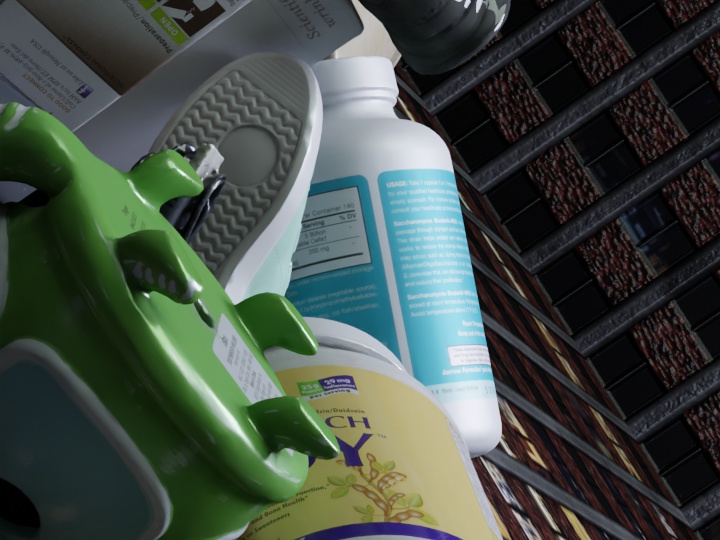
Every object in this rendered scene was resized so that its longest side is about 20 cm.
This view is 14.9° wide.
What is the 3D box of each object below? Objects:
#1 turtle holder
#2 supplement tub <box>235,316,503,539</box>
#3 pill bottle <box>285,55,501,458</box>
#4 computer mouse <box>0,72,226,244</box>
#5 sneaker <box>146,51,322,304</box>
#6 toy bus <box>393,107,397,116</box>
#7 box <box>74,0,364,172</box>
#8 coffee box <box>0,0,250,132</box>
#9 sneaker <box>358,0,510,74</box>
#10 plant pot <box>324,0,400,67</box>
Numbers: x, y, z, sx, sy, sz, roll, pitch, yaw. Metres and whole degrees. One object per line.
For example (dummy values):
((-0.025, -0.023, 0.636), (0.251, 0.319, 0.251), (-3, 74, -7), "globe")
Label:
((-0.105, 0.031, 1.002), (0.186, 0.131, 0.141), (47, 13, -41), "turtle holder")
((-0.014, 0.122, 1.120), (0.146, 0.145, 0.200), (50, 9, -31), "supplement tub")
((0.000, 0.000, 1.355), (0.111, 0.110, 0.201), (21, 58, -76), "pill bottle")
((-0.145, -0.033, 1.077), (0.200, 0.139, 0.053), (40, -10, -33), "computer mouse")
((-0.061, 0.003, 1.273), (0.073, 0.201, 0.118), (17, -8, 18), "sneaker")
((-0.020, 0.006, 1.634), (0.200, 0.135, 0.193), (57, 18, -65), "toy bus")
((-0.139, -0.152, 1.277), (0.199, 0.200, 0.131), (52, 9, -33), "box")
((-0.140, -0.119, 1.143), (0.080, 0.200, 0.115), (47, 11, -39), "coffee box")
((0.003, -0.183, 1.290), (0.091, 0.076, 0.200), (41, 13, -48), "sneaker")
((-0.068, -0.160, 1.846), (0.201, 0.200, 0.184), (53, 20, -17), "plant pot")
